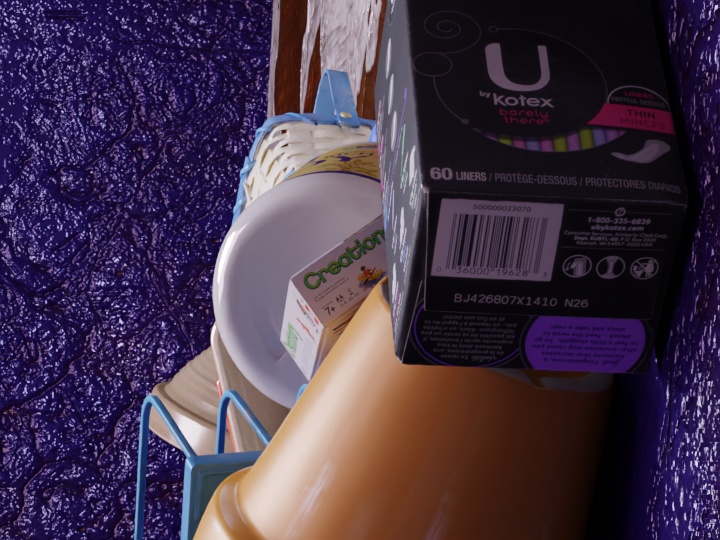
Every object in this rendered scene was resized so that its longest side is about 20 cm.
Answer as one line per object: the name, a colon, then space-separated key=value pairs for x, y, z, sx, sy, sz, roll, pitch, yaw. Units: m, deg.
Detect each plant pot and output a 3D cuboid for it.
plant pot: x=-0.050 y=0.097 z=2.052 sx=0.201 sy=0.200 sz=0.093 roll=-123 pitch=51 yaw=-79
plant pot: x=0.033 y=0.109 z=1.383 sx=0.200 sy=0.199 sz=0.184 roll=-104 pitch=34 yaw=-69

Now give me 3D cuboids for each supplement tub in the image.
supplement tub: x=0.000 y=0.000 z=1.714 sx=0.200 sy=0.145 sz=0.146 roll=-46 pitch=-39 yaw=-75

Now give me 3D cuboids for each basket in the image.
basket: x=-0.026 y=-0.037 z=2.100 sx=0.200 sy=0.138 sz=0.177 roll=-113 pitch=32 yaw=-63

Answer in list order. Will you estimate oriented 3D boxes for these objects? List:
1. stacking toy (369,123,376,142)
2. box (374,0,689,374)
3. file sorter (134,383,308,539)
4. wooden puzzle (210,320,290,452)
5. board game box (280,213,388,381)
stacking toy: x=0.047 y=-0.099 z=1.834 sx=0.086 sy=0.085 sz=0.201 roll=-95 pitch=17 yaw=-51
box: x=0.074 y=-0.059 z=1.311 sx=0.200 sy=0.122 sz=0.106 roll=-95 pitch=10 yaw=-49
file sorter: x=-0.019 y=0.139 z=1.565 sx=0.123 sy=0.199 sz=0.139 roll=-134 pitch=45 yaw=-61
wooden puzzle: x=-0.038 y=0.129 z=1.903 sx=0.185 sy=0.037 sz=0.201 roll=7 pitch=-109 yaw=-61
board game box: x=0.019 y=-0.001 z=1.495 sx=0.035 sy=0.126 sz=0.200 roll=54 pitch=171 yaw=7
